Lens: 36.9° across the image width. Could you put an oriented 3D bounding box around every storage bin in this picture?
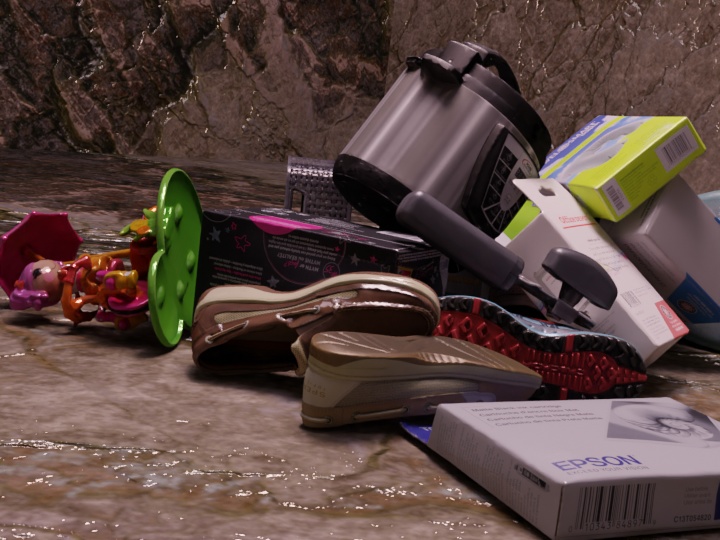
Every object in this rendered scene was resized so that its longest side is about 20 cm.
[{"bbox_3d":[-0.063,-0.085,1.525,0.093,0.136,0.200,5,9,-4],"label":"storage bin"}]

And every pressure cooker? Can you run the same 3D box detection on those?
[{"bbox_3d":[0.089,-0.123,1.073,0.178,0.200,0.176,39,-9,-8],"label":"pressure cooker"}]

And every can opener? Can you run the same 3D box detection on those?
[{"bbox_3d":[0.127,-0.017,0.927,0.199,0.067,0.053,34,-2,-4],"label":"can opener"}]

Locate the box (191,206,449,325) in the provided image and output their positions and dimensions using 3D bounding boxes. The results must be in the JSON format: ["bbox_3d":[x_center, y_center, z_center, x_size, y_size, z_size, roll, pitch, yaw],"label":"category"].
[{"bbox_3d":[-0.035,0.015,0.985,0.199,0.116,0.132,13,10,25],"label":"box"}]

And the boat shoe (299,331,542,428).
[{"bbox_3d":[0.047,0.087,0.802,0.200,0.064,0.073,6,12,-35],"label":"boat shoe"}]

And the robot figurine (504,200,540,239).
[{"bbox_3d":[0.241,-0.035,1.488,0.174,0.117,0.200,2,9,-31],"label":"robot figurine"}]

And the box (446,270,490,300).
[{"bbox_3d":[0.116,0.006,1.359,0.198,0.049,0.158,9,10,17],"label":"box"}]

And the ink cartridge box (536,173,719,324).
[{"bbox_3d":[0.288,-0.014,1.149,0.144,0.084,0.200,41,-23,-20],"label":"ink cartridge box"}]

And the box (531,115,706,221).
[{"bbox_3d":[0.252,-0.110,1.123,0.122,0.048,0.200,-38,16,-8],"label":"box"}]

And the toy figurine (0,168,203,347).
[{"bbox_3d":[-0.249,0.004,0.991,0.183,0.151,0.201,-6,32,7],"label":"toy figurine"}]

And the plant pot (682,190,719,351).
[{"bbox_3d":[0.434,-0.005,1.245,0.199,0.198,0.195,2,6,28],"label":"plant pot"}]

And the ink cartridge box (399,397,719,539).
[{"bbox_3d":[0.155,0.116,0.717,0.198,0.041,0.200,2,10,-26],"label":"ink cartridge box"}]

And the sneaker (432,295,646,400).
[{"bbox_3d":[0.135,0.075,0.914,0.199,0.080,0.096,16,0,7],"label":"sneaker"}]

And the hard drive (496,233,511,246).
[{"bbox_3d":[0.100,-0.074,1.260,0.132,0.027,0.200,13,29,-52],"label":"hard drive"}]

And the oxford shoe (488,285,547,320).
[{"bbox_3d":[0.229,0.054,1.143,0.199,0.073,0.071,20,-30,10],"label":"oxford shoe"}]

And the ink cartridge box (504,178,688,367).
[{"bbox_3d":[0.206,0.007,1.015,0.200,0.068,0.116,53,27,17],"label":"ink cartridge box"}]

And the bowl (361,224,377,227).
[{"bbox_3d":[0.000,0.000,1.186,0.199,0.091,0.201,7,8,-1],"label":"bowl"}]

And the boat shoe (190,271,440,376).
[{"bbox_3d":[-0.037,0.054,0.852,0.201,0.075,0.075,-6,39,13],"label":"boat shoe"}]
